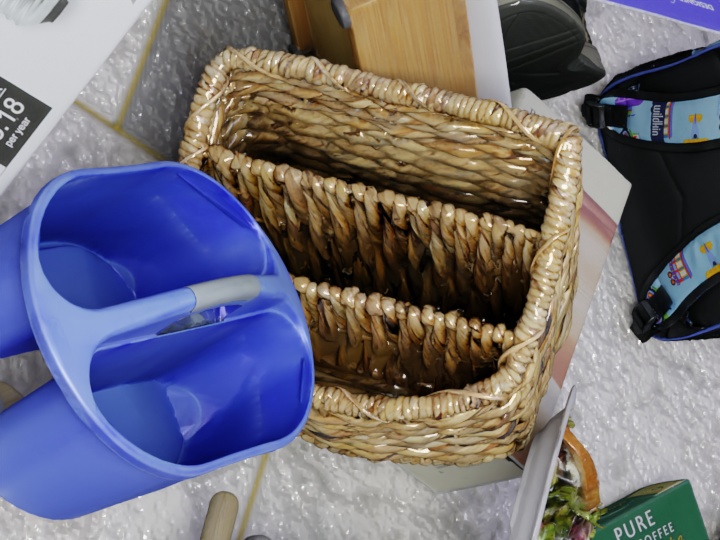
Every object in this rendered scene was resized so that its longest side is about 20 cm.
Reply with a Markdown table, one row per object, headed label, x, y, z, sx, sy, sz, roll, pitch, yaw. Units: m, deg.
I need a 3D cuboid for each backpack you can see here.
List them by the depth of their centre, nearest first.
| label | x | y | z | sx | sy | sz | roll | pitch | yaw |
| --- | --- | --- | --- | --- | --- | --- | --- | --- | --- |
| backpack | 0.255 | -0.060 | 1.294 | 0.134 | 0.199 | 0.184 | -8 | 82 | -40 |

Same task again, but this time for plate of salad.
| label | x | y | z | sx | sy | sz | roll | pitch | yaw |
| --- | --- | --- | --- | --- | --- | --- | --- | --- | --- |
| plate of salad | 0.094 | 0.158 | 1.075 | 0.048 | 0.200 | 0.201 | 14 | 63 | 7 |

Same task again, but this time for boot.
| label | x | y | z | sx | sy | sz | roll | pitch | yaw |
| --- | --- | --- | --- | --- | --- | --- | --- | --- | --- |
| boot | 0.085 | -0.188 | 1.233 | 0.203 | 0.073 | 0.155 | 19 | 56 | -73 |

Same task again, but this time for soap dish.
| label | x | y | z | sx | sy | sz | roll | pitch | yaw |
| --- | --- | --- | --- | --- | --- | --- | --- | --- | --- |
| soap dish | 0.011 | -0.137 | 1.104 | 0.081 | 0.200 | 0.158 | -24 | 56 | -8 |

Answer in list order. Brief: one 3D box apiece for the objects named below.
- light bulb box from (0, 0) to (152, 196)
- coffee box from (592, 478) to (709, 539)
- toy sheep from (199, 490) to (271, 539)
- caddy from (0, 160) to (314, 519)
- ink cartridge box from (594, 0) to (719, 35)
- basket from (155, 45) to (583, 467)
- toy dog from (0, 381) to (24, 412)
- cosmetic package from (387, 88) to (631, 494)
| label | x | y | z | sx | sy | sz | roll | pitch | yaw |
| --- | --- | --- | --- | --- | --- | --- | --- | --- | --- |
| light bulb box | -0.196 | -0.159 | 0.913 | 0.199 | 0.198 | 0.125 | 31 | 29 | -20 |
| coffee box | 0.176 | 0.236 | 1.251 | 0.123 | 0.044 | 0.201 | -21 | 92 | -42 |
| toy sheep | -0.038 | 0.192 | 1.028 | 0.199 | 0.138 | 0.139 | 17 | 64 | -2 |
| caddy | -0.096 | 0.026 | 0.940 | 0.200 | 0.105 | 0.142 | -12 | 78 | -62 |
| ink cartridge box | 0.111 | -0.222 | 1.176 | 0.197 | 0.043 | 0.201 | 9 | 41 | -34 |
| basket | 0.000 | 0.000 | 1.043 | 0.199 | 0.149 | 0.143 | 16 | 61 | 13 |
| toy dog | -0.208 | 0.029 | 0.951 | 0.200 | 0.096 | 0.132 | 48 | 53 | -20 |
| cosmetic package | 0.068 | 0.011 | 1.193 | 0.103 | 0.087 | 0.201 | 37 | 57 | -26 |
